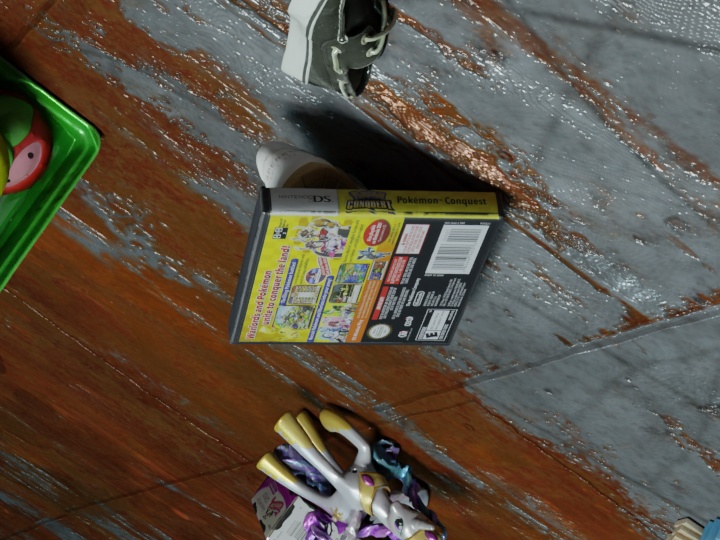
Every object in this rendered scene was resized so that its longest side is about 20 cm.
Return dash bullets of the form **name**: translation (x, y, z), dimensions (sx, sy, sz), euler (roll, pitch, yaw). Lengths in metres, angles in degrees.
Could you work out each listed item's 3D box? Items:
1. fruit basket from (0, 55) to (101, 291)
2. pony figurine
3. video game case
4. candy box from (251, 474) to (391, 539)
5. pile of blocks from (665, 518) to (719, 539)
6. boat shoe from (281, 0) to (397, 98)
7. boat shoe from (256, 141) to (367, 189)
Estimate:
- **fruit basket**: translation (-0.321, -0.074, 1.770), dimensions (0.155, 0.217, 0.215), euler (37, 156, -18)
- **pony figurine**: translation (-0.009, 0.232, 2.134), dimensions (0.200, 0.166, 0.193), euler (42, 151, 9)
- **video game case**: translation (0.000, 0.000, 1.630), dimensions (0.179, 0.026, 0.201), euler (0, 150, -11)
- **candy box**: translation (-0.016, 0.295, 2.286), dimensions (0.199, 0.061, 0.136), euler (35, -177, -14)
- **pile of blocks**: translation (0.312, 0.264, 1.903), dimensions (0.082, 0.062, 0.200), euler (32, 156, -7)
- **boat shoe**: translation (-0.007, -0.168, 1.392), dimensions (0.063, 0.071, 0.200), euler (28, 165, 3)
- **boat shoe**: translation (-0.018, -0.044, 1.665), dimensions (0.069, 0.071, 0.200), euler (46, 178, 36)
